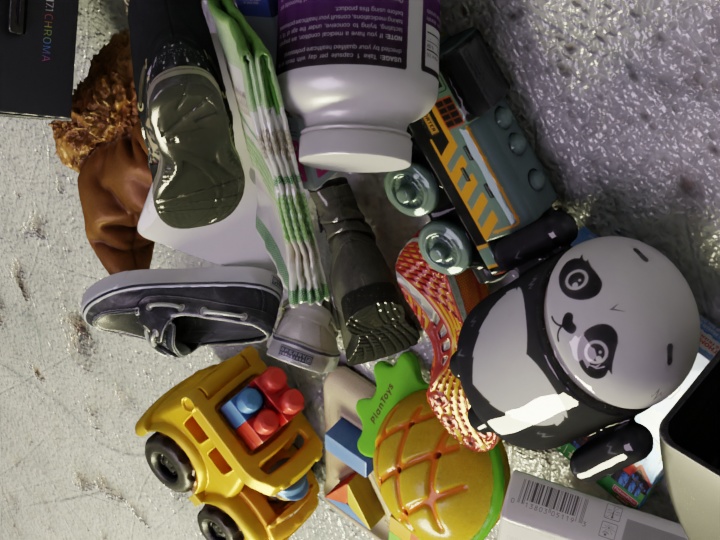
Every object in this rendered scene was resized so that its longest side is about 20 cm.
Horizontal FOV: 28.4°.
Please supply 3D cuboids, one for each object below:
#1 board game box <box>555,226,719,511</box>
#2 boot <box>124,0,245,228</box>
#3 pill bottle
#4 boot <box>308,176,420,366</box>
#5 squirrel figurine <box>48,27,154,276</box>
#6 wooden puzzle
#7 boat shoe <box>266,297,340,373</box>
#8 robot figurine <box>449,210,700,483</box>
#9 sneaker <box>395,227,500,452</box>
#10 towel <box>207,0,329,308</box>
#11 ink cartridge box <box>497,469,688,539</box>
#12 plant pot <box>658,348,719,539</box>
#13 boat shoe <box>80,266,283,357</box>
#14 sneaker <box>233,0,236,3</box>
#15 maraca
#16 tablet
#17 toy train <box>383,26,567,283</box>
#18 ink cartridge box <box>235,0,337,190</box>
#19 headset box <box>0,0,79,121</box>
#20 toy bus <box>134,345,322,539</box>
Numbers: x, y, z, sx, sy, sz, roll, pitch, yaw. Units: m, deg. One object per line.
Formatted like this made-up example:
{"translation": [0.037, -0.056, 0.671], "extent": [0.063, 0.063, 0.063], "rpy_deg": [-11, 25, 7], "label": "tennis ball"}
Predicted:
{"translation": [0.194, 0.081, 1.105], "extent": [0.151, 0.037, 0.201], "rpy_deg": [39, 142, 19], "label": "board game box"}
{"translation": [-0.140, -0.140, 1.115], "extent": [0.204, 0.073, 0.155], "rpy_deg": [94, 164, -61], "label": "boot"}
{"translation": [-0.001, -0.172, 0.967], "extent": [0.112, 0.112, 0.202], "rpy_deg": [-4, 82, 50], "label": "pill bottle"}
{"translation": [0.000, 0.000, 1.232], "extent": [0.200, 0.067, 0.131], "rpy_deg": [83, 170, -71], "label": "boot"}
{"translation": [-0.190, -0.117, 1.277], "extent": [0.200, 0.141, 0.187], "rpy_deg": [50, 146, 7], "label": "squirrel figurine"}
{"translation": [0.028, 0.213, 1.401], "extent": [0.185, 0.046, 0.201], "rpy_deg": [32, 140, 26], "label": "wooden puzzle"}
{"translation": [-0.047, 0.049, 1.292], "extent": [0.070, 0.070, 0.200], "rpy_deg": [20, 179, 3], "label": "boat shoe"}
{"translation": [0.145, 0.054, 0.998], "extent": [0.150, 0.125, 0.200], "rpy_deg": [40, 144, -11], "label": "robot figurine"}
{"translation": [0.089, 0.055, 1.163], "extent": [0.073, 0.077, 0.201], "rpy_deg": [3, 116, 36], "label": "sneaker"}
{"translation": [-0.072, -0.087, 1.020], "extent": [0.149, 0.031, 0.201], "rpy_deg": [-124, 18, -58], "label": "towel"}
{"translation": [0.195, 0.248, 1.214], "extent": [0.160, 0.050, 0.200], "rpy_deg": [17, 154, 11], "label": "ink cartridge box"}
{"translation": [0.314, 0.132, 0.894], "extent": [0.199, 0.200, 0.178], "rpy_deg": [32, 152, 26], "label": "plant pot"}
{"translation": [-0.164, 0.044, 1.261], "extent": [0.199, 0.068, 0.072], "rpy_deg": [-4, 147, 19], "label": "boat shoe"}
{"translation": [-0.182, -0.266, 1.134], "extent": [0.200, 0.140, 0.078], "rpy_deg": [45, 144, 10], "label": "sneaker"}
{"translation": [0.059, 0.162, 1.270], "extent": [0.200, 0.107, 0.138], "rpy_deg": [47, 118, 40], "label": "maraca"}
{"translation": [-0.099, -0.091, 1.193], "extent": [0.129, 0.014, 0.201], "rpy_deg": [19, 120, -10], "label": "tablet"}
{"translation": [0.076, -0.084, 1.061], "extent": [0.114, 0.085, 0.201], "rpy_deg": [-18, 107, 43], "label": "toy train"}
{"translation": [-0.033, -0.175, 1.063], "extent": [0.042, 0.119, 0.201], "rpy_deg": [10, 128, 37], "label": "ink cartridge box"}
{"translation": [-0.300, -0.219, 1.234], "extent": [0.200, 0.092, 0.176], "rpy_deg": [-160, 74, -69], "label": "headset box"}
{"translation": [-0.104, 0.179, 1.450], "extent": [0.200, 0.136, 0.192], "rpy_deg": [53, 142, -1], "label": "toy bus"}
